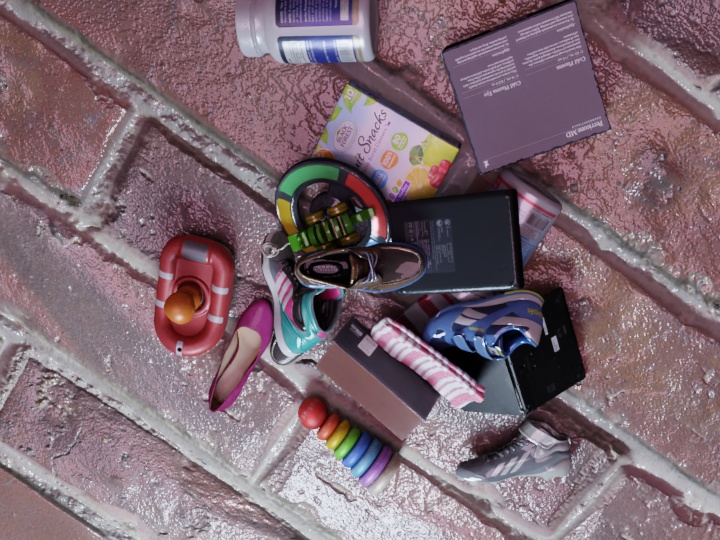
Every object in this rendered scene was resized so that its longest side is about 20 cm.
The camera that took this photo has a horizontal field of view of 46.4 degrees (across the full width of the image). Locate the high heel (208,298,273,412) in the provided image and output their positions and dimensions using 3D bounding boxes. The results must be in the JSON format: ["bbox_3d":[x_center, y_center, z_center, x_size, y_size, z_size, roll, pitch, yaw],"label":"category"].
[{"bbox_3d":[-0.202,0.148,1.424,0.066,0.096,0.203,22,111,2],"label":"high heel"}]

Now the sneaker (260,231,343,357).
[{"bbox_3d":[-0.087,0.023,1.319,0.119,0.083,0.205,-19,77,33],"label":"sneaker"}]

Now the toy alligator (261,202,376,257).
[{"bbox_3d":[-0.070,-0.053,1.269,0.196,0.054,0.060,-19,99,16],"label":"toy alligator"}]

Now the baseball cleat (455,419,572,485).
[{"bbox_3d":[0.257,0.305,1.422,0.195,0.070,0.109,-5,101,1],"label":"baseball cleat"}]

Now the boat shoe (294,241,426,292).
[{"bbox_3d":[0.000,0.000,1.226,0.195,0.072,0.074,-7,91,4],"label":"boat shoe"}]

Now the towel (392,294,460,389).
[{"bbox_3d":[0.137,0.107,1.393,0.199,0.023,0.145,-37,98,19],"label":"towel"}]

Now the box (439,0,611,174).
[{"bbox_3d":[0.236,-0.264,1.208,0.196,0.104,0.185,-17,104,15],"label":"box"}]

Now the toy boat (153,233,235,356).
[{"bbox_3d":[-0.285,0.050,1.387,0.128,0.131,0.204,13,110,5],"label":"toy boat"}]

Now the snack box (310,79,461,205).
[{"bbox_3d":[0.037,-0.179,1.297,0.197,0.053,0.144,30,111,0],"label":"snack box"}]

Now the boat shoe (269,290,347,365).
[{"bbox_3d":[-0.094,0.083,1.401,0.073,0.065,0.201,35,109,-1],"label":"boat shoe"}]

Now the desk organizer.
[{"bbox_3d":[0.027,0.183,1.406,0.199,0.072,0.077,40,131,2],"label":"desk organizer"}]

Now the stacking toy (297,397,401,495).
[{"bbox_3d":[-0.025,0.293,1.458,0.199,0.085,0.086,41,110,1],"label":"stacking toy"}]

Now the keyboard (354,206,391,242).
[{"bbox_3d":[0.059,-0.049,1.360,0.196,0.011,0.057,21,110,3],"label":"keyboard"}]

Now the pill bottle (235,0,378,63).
[{"bbox_3d":[-0.076,-0.362,1.223,0.195,0.116,0.118,1,109,9],"label":"pill bottle"}]

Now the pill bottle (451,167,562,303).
[{"bbox_3d":[0.209,-0.044,1.278,0.108,0.109,0.202,32,107,-2],"label":"pill bottle"}]

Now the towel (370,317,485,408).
[{"bbox_3d":[0.101,0.148,1.331,0.198,0.146,0.030,37,75,2],"label":"towel"}]

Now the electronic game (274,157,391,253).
[{"bbox_3d":[-0.044,-0.086,1.317,0.196,0.042,0.203,13,131,15],"label":"electronic game"}]

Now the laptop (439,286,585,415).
[{"bbox_3d":[0.243,0.132,1.368,0.197,0.103,0.180,-28,116,-12],"label":"laptop"}]

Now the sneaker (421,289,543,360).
[{"bbox_3d":[0.179,0.092,1.251,0.197,0.084,0.074,-18,148,27],"label":"sneaker"}]

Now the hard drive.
[{"bbox_3d":[0.139,-0.039,1.235,0.196,0.033,0.143,-4,93,31],"label":"hard drive"}]
